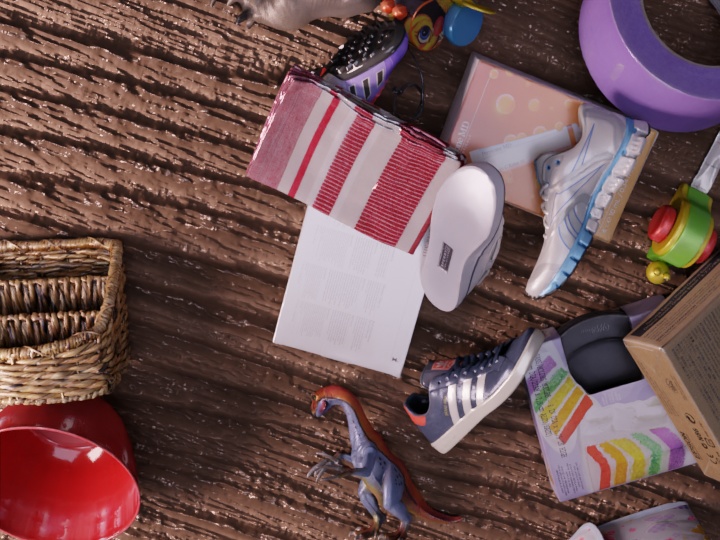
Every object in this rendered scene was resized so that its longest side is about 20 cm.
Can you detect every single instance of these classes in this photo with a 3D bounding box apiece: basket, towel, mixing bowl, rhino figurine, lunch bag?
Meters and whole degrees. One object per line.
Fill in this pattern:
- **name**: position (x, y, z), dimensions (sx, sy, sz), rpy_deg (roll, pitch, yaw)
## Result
- **basket**: position (-0.357, 0.053, 1.137), dimensions (0.196, 0.143, 0.152), rpy_deg (0, 105, 1)
- **towel**: position (-0.008, -0.105, 1.074), dimensions (0.198, 0.023, 0.145), rpy_deg (26, 131, -4)
- **mixing bowl**: position (-0.332, 0.202, 1.176), dimensions (0.196, 0.109, 0.202), rpy_deg (1, 130, 1)
- **rhino figurine**: position (-0.065, -0.294, 1.089), dimensions (0.196, 0.060, 0.089), rpy_deg (-9, 100, 13)
- **lunch bag**: position (0.306, 0.362, 1.190), dimensions (0.197, 0.170, 0.129), rpy_deg (-19, 105, 6)

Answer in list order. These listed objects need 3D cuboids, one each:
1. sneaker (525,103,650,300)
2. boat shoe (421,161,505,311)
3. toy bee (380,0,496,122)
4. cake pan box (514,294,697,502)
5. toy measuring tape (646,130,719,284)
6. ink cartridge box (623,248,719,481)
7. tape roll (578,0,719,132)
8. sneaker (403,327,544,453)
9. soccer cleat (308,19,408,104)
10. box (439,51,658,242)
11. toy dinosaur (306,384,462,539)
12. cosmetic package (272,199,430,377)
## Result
- **sneaker**: position (0.200, -0.070, 1.042), dimensions (0.086, 0.075, 0.202), rpy_deg (26, 96, 1)
- **boat shoe**: position (0.112, -0.043, 1.080), dimensions (0.074, 0.065, 0.201), rpy_deg (45, 146, 18)
- **toy bee**: position (0.075, -0.261, 1.060), dimensions (0.129, 0.108, 0.203), rpy_deg (9, 82, 36)
- **cake pan box**: position (0.282, 0.141, 1.198), dimensions (0.181, 0.052, 0.203), rpy_deg (-16, 102, 2)
- **toy measuring tape**: position (0.364, -0.073, 1.133), dimensions (0.073, 0.074, 0.202), rpy_deg (25, 103, -5)
- **ink cartridge box**: position (0.401, 0.104, 1.139), dimensions (0.164, 0.075, 0.201), rpy_deg (-38, 106, -14)
- **tape roll**: position (0.321, -0.245, 1.039), dimensions (0.196, 0.085, 0.204), rpy_deg (2, 76, -9)
- **sneaker**: position (0.117, 0.116, 1.159), dimensions (0.084, 0.075, 0.200), rpy_deg (42, 123, 4)
- **soccer cleat**: position (-0.009, -0.185, 1.077), dimensions (0.073, 0.069, 0.199), rpy_deg (38, 140, -23)
- **box**: position (0.187, -0.130, 1.106), dimensions (0.197, 0.098, 0.126), rpy_deg (20, 105, -4)
- **toy dinosaur**: position (0.008, 0.219, 1.228), dimensions (0.197, 0.104, 0.185), rpy_deg (-6, 92, -36)
- **cosmetic package**: position (0.000, 0.000, 1.166), dimensions (0.148, 0.052, 0.203), rpy_deg (16, 103, -1)
